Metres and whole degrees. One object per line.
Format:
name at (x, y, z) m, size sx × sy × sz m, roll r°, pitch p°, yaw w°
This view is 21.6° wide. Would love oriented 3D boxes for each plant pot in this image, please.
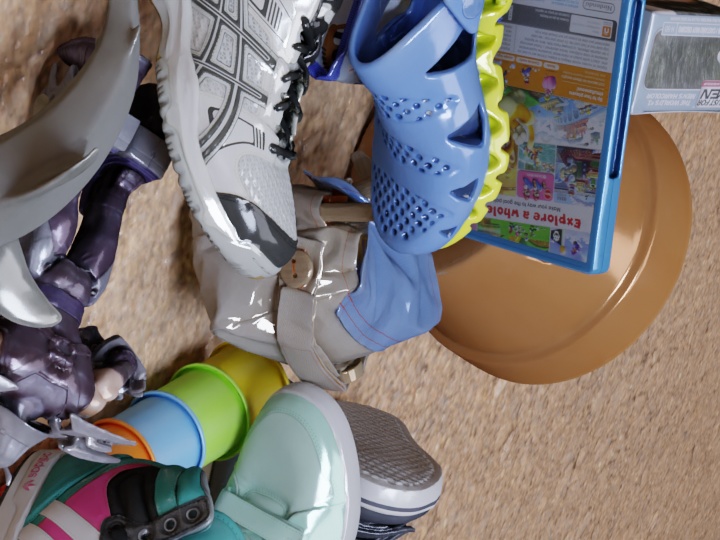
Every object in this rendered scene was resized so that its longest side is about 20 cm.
plant pot at (0.086, -0.043, 1.179) m, size 0.140 × 0.200 × 0.201 m, roll 26°, pitch 84°, yaw -49°

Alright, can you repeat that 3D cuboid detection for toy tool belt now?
toy tool belt at (0.000, 0.000, 1.042) m, size 0.200 × 0.122 × 0.125 m, roll 20°, pitch 54°, yaw -66°

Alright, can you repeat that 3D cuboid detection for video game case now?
video game case at (0.092, -0.111, 1.043) m, size 0.018 × 0.143 × 0.201 m, roll -5°, pitch 107°, yaw -43°

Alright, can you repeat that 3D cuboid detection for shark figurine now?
shark figurine at (-0.121, -0.064, 0.761) m, size 0.128 × 0.089 × 0.215 m, roll 44°, pitch 67°, yaw -21°

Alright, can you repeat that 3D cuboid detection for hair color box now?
hair color box at (0.122, -0.147, 1.115) m, size 0.099 × 0.200 × 0.061 m, roll -5°, pitch 114°, yaw -43°

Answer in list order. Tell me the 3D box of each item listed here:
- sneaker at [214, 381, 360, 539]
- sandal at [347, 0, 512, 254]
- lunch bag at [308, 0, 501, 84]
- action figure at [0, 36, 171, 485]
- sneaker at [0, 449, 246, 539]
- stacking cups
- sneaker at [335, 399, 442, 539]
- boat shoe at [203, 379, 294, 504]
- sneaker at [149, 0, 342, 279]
sneaker at (-0.068, 0.157, 0.983) m, size 0.118 × 0.074 × 0.201 m, roll 3°, pitch 105°, yaw -60°
sandal at (0.026, -0.101, 0.882) m, size 0.087 × 0.079 × 0.201 m, roll -15°, pitch 119°, yaw -41°
lunch bag at (0.015, -0.204, 0.969) m, size 0.170 × 0.124 × 0.201 m, roll -9°, pitch 123°, yaw -61°
action figure at (-0.135, 0.002, 0.841) m, size 0.130 × 0.069 × 0.201 m, roll 40°, pitch 61°, yaw -48°
sneaker at (-0.104, 0.149, 0.813) m, size 0.200 × 0.120 × 0.084 m, roll -77°, pitch 161°, yaw -55°
stacking cups at (-0.116, 0.090, 0.995) m, size 0.200 × 0.060 × 0.061 m, roll -24°, pitch 129°, yaw -54°
sneaker at (0.003, 0.140, 1.177) m, size 0.200 × 0.078 × 0.080 m, roll -113°, pitch -140°, yaw -82°
boat shoe at (-0.064, 0.153, 1.136) m, size 0.073 × 0.062 × 0.201 m, roll -29°, pitch 133°, yaw -57°
sneaker at (-0.046, -0.099, 0.850) m, size 0.076 × 0.087 × 0.201 m, roll 6°, pitch 71°, yaw -81°
